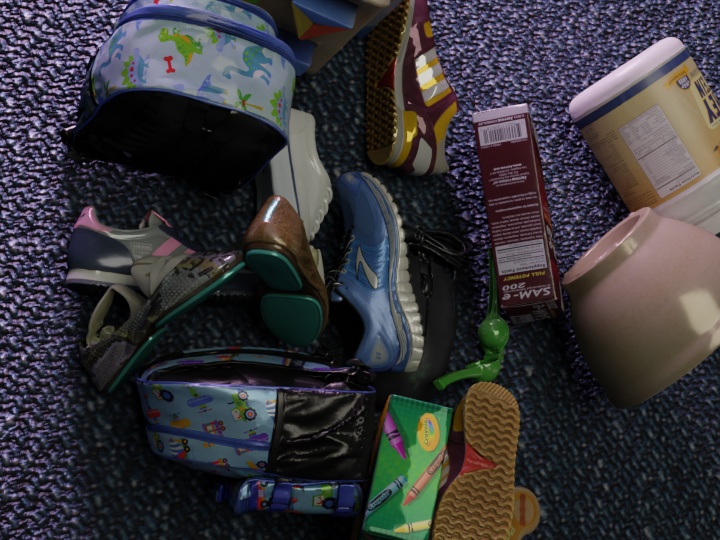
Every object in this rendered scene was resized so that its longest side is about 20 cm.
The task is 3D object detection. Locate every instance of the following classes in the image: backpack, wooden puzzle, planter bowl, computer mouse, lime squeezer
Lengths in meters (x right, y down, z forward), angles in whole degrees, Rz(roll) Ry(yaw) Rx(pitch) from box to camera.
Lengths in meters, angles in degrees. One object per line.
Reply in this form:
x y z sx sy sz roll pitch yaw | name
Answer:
-0.097 0.134 1.200 0.197 0.182 0.136 3 91 -13 | backpack
-0.093 -0.239 1.288 0.184 0.200 0.047 20 72 -20 | wooden puzzle
0.291 0.023 1.412 0.135 0.200 0.200 48 61 -3 | planter bowl
0.050 0.041 1.367 0.137 0.053 0.202 14 70 -24 | computer mouse
-0.150 -0.167 1.234 0.181 0.200 0.149 14 75 -22 | backpack
0.119 0.067 1.396 0.071 0.038 0.201 43 45 -18 | lime squeezer

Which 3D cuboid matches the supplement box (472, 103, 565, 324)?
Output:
0.162 -0.055 1.411 0.060 0.109 0.203 -9 78 11 | supplement box

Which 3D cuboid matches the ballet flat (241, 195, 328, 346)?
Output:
-0.062 -0.003 1.222 0.067 0.201 0.073 6 64 13 | ballet flat

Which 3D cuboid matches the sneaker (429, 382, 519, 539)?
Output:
0.101 0.209 1.302 0.074 0.090 0.201 21 56 -4 | sneaker

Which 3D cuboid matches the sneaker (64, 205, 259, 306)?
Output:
-0.167 -0.013 1.263 0.198 0.070 0.083 7 76 -26 | sneaker

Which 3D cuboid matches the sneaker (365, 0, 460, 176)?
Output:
0.058 -0.195 1.431 0.089 0.075 0.203 13 77 -31 | sneaker

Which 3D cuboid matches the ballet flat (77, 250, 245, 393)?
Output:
-0.181 0.029 1.182 0.072 0.200 0.072 32 34 -25 | ballet flat

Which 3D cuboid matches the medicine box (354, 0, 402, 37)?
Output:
-0.038 -0.320 1.336 0.180 0.200 0.104 4 74 -25 | medicine box

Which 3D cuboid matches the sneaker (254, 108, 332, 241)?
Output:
-0.059 -0.066 1.329 0.070 0.073 0.203 0 77 -25 | sneaker

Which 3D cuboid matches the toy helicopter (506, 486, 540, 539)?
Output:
0.125 0.298 1.323 0.132 0.079 0.201 41 59 -12 | toy helicopter

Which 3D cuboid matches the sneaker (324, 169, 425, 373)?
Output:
0.000 0.000 1.305 0.088 0.079 0.202 -8 72 -12 | sneaker

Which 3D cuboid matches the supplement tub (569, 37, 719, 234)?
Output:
0.332 -0.133 1.503 0.144 0.144 0.201 -34 93 -29 | supplement tub

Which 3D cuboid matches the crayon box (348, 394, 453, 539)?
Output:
0.031 0.196 1.228 0.058 0.200 0.120 13 69 0 | crayon box
